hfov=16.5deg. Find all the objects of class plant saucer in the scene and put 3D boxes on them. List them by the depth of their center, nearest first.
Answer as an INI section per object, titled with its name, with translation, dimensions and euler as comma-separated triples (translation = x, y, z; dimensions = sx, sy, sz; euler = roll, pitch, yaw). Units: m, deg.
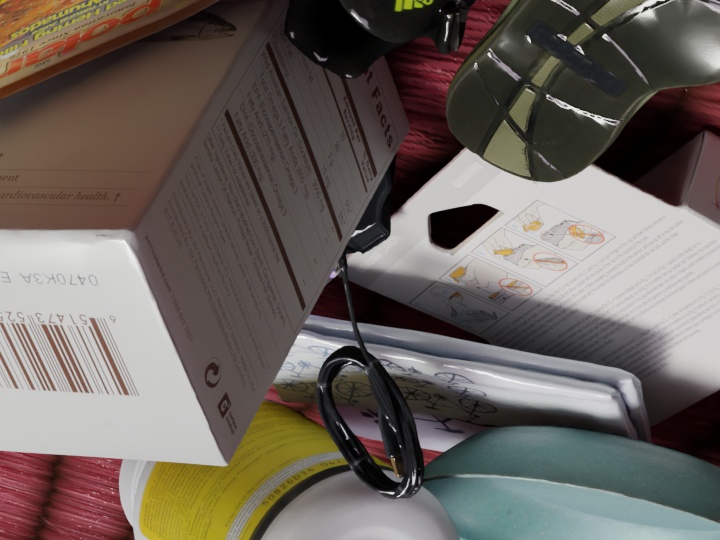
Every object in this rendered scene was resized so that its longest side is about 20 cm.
[plant saucer]
translation = 0.119, 0.113, 1.182
dimensions = 0.198, 0.036, 0.200
euler = 12, 163, 4

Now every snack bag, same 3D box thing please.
[snack bag]
translation = 0.048, 0.067, 1.188
dimensions = 0.187, 0.022, 0.200
euler = 9, 164, 14

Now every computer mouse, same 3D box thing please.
[computer mouse]
translation = 0.000, 0.000, 1.079
dimensions = 0.058, 0.202, 0.034
euler = -6, -172, 28

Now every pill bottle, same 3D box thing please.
[pill bottle]
translation = -0.042, 0.125, 1.187
dimensions = 0.112, 0.112, 0.200
euler = 38, 173, -30

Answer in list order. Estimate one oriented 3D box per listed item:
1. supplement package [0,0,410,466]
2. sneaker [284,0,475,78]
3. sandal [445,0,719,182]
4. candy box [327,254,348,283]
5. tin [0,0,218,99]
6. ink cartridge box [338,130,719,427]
[supplement package]
translation = -0.078, -0.037, 0.964
dimensions = 0.116, 0.201, 0.118
euler = 1, 132, 27
[sneaker]
translation = 0.031, -0.123, 0.871
dimensions = 0.073, 0.088, 0.200
euler = 32, 152, -17
[sandal]
translation = 0.097, -0.098, 0.898
dimensions = 0.080, 0.058, 0.201
euler = 40, 145, -12
[candy box]
translation = -0.103, -0.033, 1.182
dimensions = 0.167, 0.072, 0.200
euler = 28, 154, -11
[tin]
translation = -0.113, -0.099, 0.859
dimensions = 0.042, 0.199, 0.112
euler = 62, 166, 13
[ink cartridge box]
translation = 0.103, -0.008, 1.087
dimensions = 0.175, 0.045, 0.200
euler = 27, 154, -11
